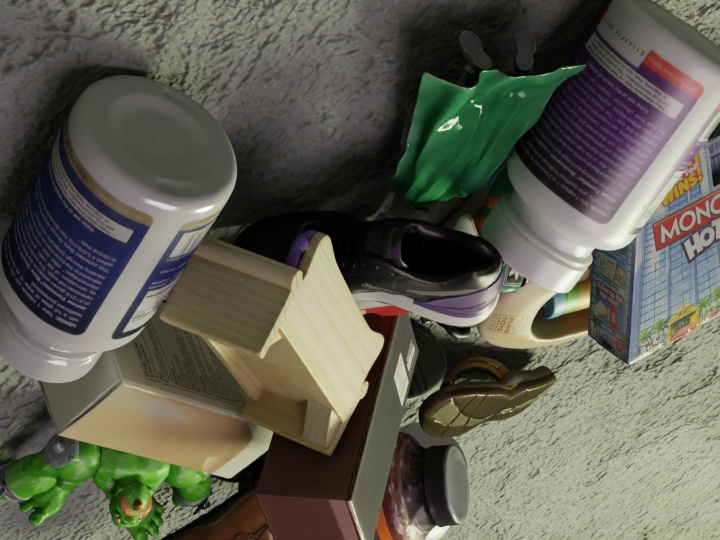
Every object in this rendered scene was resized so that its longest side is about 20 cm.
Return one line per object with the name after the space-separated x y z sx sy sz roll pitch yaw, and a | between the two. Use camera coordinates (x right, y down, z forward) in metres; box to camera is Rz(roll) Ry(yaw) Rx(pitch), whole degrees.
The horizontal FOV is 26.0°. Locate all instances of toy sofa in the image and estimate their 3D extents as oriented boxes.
-0.057 0.043 1.093 0.098 0.082 0.200 -63 156 -18 | toy sofa

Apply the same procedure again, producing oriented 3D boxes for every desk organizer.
-0.015 0.115 1.213 0.076 0.201 0.072 1 138 17 | desk organizer

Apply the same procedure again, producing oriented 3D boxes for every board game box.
0.263 -0.059 1.243 0.198 0.062 0.202 -26 123 -18 | board game box

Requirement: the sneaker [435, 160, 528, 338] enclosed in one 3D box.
0.118 -0.028 1.227 0.071 0.080 0.200 5 135 -41 | sneaker

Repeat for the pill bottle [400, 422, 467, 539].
0.027 0.240 1.540 0.111 0.113 0.201 -2 142 -34 | pill bottle

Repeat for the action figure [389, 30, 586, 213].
0.067 -0.097 1.105 0.117 0.055 0.200 -1 153 -18 | action figure

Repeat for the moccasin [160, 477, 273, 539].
-0.088 0.224 1.337 0.200 0.078 0.074 -33 173 17 | moccasin

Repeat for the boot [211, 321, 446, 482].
-0.034 0.114 1.355 0.202 0.074 0.153 -20 169 -43 | boot

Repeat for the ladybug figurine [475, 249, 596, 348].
0.176 0.003 1.328 0.198 0.072 0.136 -12 146 -22 | ladybug figurine

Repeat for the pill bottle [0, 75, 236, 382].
-0.169 -0.019 1.004 0.110 0.112 0.200 2 140 -38 | pill bottle

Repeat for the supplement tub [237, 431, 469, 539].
-0.004 0.203 1.407 0.198 0.108 0.107 -10 154 20 | supplement tub

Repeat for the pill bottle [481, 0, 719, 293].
0.174 -0.087 1.113 0.111 0.112 0.201 12 120 -46 | pill bottle

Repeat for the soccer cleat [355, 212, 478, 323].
0.000 0.000 1.198 0.197 0.086 0.069 -4 -173 12 | soccer cleat

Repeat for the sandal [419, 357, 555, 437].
0.114 0.108 1.456 0.199 0.055 0.082 -10 153 -51 | sandal

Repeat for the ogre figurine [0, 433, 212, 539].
-0.205 0.167 1.283 0.198 0.099 0.120 24 145 -17 | ogre figurine

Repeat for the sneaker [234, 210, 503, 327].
0.006 -0.016 1.115 0.197 0.077 0.088 6 161 2 | sneaker

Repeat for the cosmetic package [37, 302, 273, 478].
-0.152 0.084 1.181 0.071 0.106 0.199 -38 146 19 | cosmetic package
